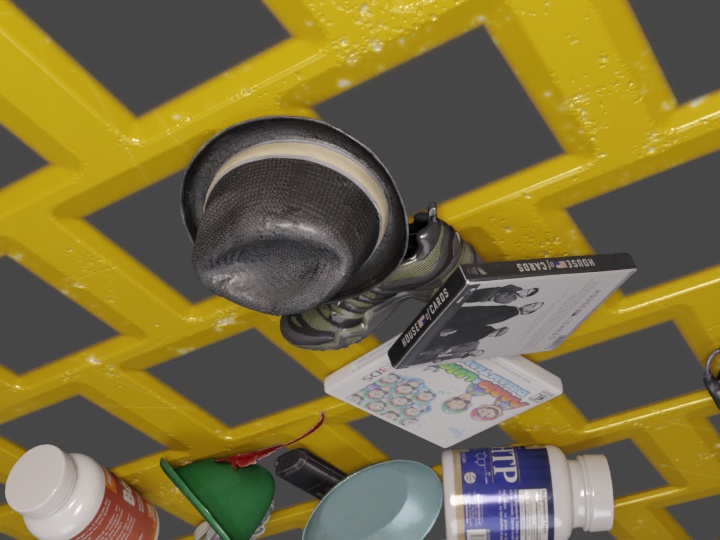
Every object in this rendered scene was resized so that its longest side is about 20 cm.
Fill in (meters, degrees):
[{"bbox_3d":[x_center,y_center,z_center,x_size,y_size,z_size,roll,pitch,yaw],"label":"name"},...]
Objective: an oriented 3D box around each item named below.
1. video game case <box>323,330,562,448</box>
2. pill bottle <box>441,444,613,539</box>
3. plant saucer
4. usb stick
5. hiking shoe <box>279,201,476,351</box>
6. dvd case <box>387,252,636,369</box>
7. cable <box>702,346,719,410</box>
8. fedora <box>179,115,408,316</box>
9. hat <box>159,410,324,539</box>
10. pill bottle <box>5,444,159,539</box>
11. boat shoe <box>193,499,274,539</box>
[{"bbox_3d":[0.091,0.127,1.101,0.199,0.024,0.181,29,134,-33],"label":"video game case"},{"bbox_3d":[0.200,0.274,1.215,0.198,0.121,0.120,-4,143,3],"label":"pill bottle"},{"bbox_3d":[0.011,0.310,1.286,0.199,0.039,0.203,-14,128,-19],"label":"plant saucer"},{"bbox_3d":[-0.033,0.281,1.294,0.055,0.033,0.200,-31,134,23],"label":"usb stick"},{"bbox_3d":[0.000,0.000,0.907,0.199,0.076,0.101,-27,128,17],"label":"hiking shoe"},{"bbox_3d":[0.141,0.038,0.933,0.198,0.025,0.151,-4,148,-31],"label":"dvd case"},{"bbox_3d":[0.465,0.121,1.087,0.162,0.051,0.200,-24,134,21],"label":"cable"},{"bbox_3d":[-0.064,-0.025,0.799,0.198,0.092,0.202,8,126,11],"label":"fedora"},{"bbox_3d":[-0.127,0.247,1.241,0.176,0.199,0.166,-41,126,-16],"label":"hat"},{"bbox_3d":[-0.345,0.298,1.245,0.111,0.113,0.200,-14,141,17],"label":"pill bottle"},{"bbox_3d":[-0.176,0.359,1.366,0.074,0.065,0.202,20,138,-25],"label":"boat shoe"}]
